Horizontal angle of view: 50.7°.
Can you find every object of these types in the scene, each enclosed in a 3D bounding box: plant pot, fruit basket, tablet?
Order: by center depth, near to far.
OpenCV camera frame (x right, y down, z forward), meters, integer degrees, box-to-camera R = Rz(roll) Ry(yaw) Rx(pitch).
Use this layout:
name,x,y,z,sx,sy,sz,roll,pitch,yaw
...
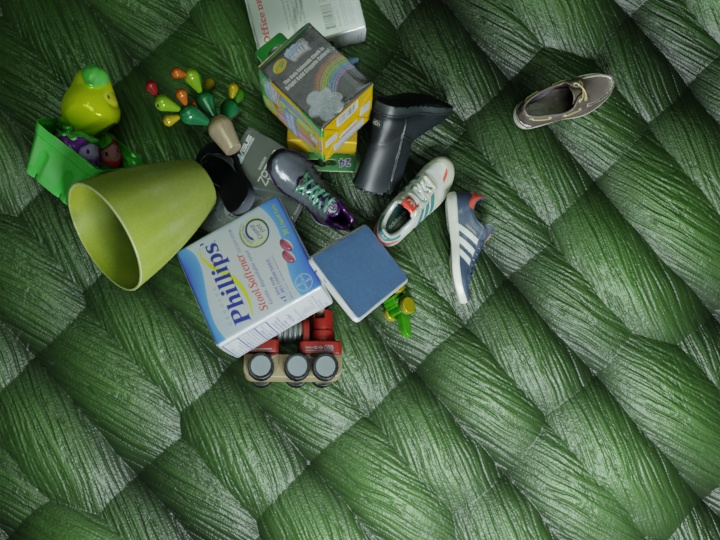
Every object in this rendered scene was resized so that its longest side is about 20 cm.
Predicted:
name,x,y,z,sx,sy,sz,roll,pitch,yaw
plant pot,-0.340,-0.099,1.250,0.199,0.187,0.189,-37,91,-36
tablet,0.000,0.000,1.283,0.014,0.199,0.131,-40,87,34
fruit basket,-0.453,-0.231,1.291,0.155,0.216,0.217,38,89,-1

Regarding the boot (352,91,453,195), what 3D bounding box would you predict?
name,x,y,z,sx,sy,sz,roll,pitch,yaw
boot,0.074,-0.226,1.366,0.076,0.198,0.171,34,123,31

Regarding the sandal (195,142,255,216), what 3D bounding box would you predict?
name,x,y,z,sx,sy,sz,roll,pitch,yaw
sandal,-0.239,-0.170,1.315,0.043,0.200,0.077,29,102,-45

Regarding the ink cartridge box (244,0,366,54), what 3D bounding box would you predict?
name,x,y,z,sx,sy,sz,roll,pitch,yaw
ink cartridge box,-0.101,-0.468,1.362,0.196,0.083,0.148,-14,90,-1

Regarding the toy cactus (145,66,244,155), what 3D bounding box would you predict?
name,x,y,z,sx,sy,sz,roll,pitch,yaw
toy cactus,-0.267,-0.270,1.317,0.102,0.199,0.167,-38,78,28

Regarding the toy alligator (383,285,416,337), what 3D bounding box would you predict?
name,x,y,z,sx,sy,sz,roll,pitch,yaw
toy alligator,0.055,0.023,1.383,0.054,0.059,0.203,-25,87,-44

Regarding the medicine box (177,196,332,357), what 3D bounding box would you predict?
name,x,y,z,sx,sy,sz,roll,pitch,yaw
medicine box,-0.176,0.012,1.278,0.198,0.103,0.184,-29,71,-1

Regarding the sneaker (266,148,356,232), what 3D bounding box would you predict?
name,x,y,z,sx,sy,sz,roll,pitch,yaw
sneaker,-0.076,-0.137,1.308,0.075,0.087,0.200,-56,136,-6

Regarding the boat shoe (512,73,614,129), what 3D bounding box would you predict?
name,x,y,z,sx,sy,sz,roll,pitch,yaw
boat shoe,0.378,-0.314,1.389,0.196,0.060,0.073,-19,90,-2

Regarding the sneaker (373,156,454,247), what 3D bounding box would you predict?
name,x,y,z,sx,sy,sz,roll,pitch,yaw
sneaker,0.102,-0.124,1.362,0.070,0.093,0.200,43,89,-1

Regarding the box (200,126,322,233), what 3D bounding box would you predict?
name,x,y,z,sx,sy,sz,roll,pitch,yaw
box,-0.181,-0.132,1.377,0.158,0.044,0.202,30,89,-2

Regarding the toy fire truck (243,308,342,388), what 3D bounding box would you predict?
name,x,y,z,sx,sy,sz,roll,pitch,yaw
toy fire truck,-0.119,0.098,1.352,0.172,0.129,0.204,1,72,-6

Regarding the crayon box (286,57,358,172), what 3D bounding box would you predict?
name,x,y,z,sx,sy,sz,roll,pitch,yaw
crayon box,-0.066,-0.280,1.353,0.123,0.052,0.204,1,74,-2

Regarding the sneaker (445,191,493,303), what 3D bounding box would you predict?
name,x,y,z,sx,sy,sz,roll,pitch,yaw
sneaker,0.202,-0.044,1.374,0.083,0.075,0.205,-4,89,3

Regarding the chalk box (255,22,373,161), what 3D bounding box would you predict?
name,x,y,z,sx,sy,sz,roll,pitch,yaw
chalk box,-0.089,-0.310,1.271,0.124,0.124,0.200,-43,78,-12
